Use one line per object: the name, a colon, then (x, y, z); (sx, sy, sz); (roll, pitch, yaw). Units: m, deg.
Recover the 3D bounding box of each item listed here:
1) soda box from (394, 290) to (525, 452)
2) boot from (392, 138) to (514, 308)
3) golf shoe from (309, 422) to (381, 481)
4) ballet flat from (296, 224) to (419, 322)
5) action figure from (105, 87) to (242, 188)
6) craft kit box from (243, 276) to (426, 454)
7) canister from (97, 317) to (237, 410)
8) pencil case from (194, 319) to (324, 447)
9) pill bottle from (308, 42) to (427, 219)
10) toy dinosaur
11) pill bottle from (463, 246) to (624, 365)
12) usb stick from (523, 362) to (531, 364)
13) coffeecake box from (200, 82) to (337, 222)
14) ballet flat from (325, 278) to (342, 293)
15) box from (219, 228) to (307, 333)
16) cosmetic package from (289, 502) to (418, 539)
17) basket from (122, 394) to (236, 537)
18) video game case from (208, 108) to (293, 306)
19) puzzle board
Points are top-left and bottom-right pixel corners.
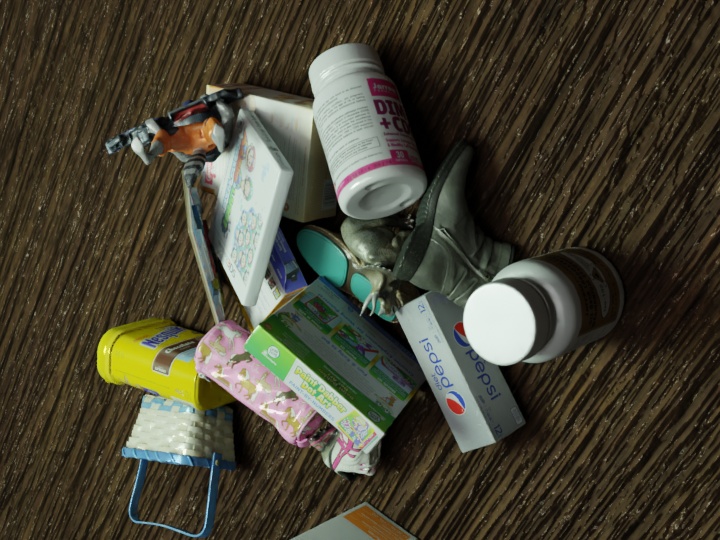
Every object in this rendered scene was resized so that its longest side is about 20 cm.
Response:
soda box: (0.123, 0.120, 1.384); (0.068, 0.063, 0.201); (-30, 85, 50)
boot: (0.131, -0.049, 1.360); (0.130, 0.068, 0.201); (24, 75, -5)
golf shoe: (0.005, 0.227, 1.494); (0.092, 0.073, 0.200); (53, 150, 3)
ballet flat: (0.000, 0.000, 1.477); (0.200, 0.065, 0.071); (40, 132, 27)
action figure: (-0.240, -0.163, 1.470); (0.199, 0.194, 0.105); (-21, 99, 9)
craft kit box: (-0.022, 0.112, 1.396); (0.200, 0.197, 0.049); (40, 114, 6)
canister: (-0.271, 0.139, 1.663); (0.199, 0.148, 0.087); (13, 106, 33)
pencil case: (-0.132, 0.154, 1.515); (0.200, 0.083, 0.087); (34, 107, 13)
pill bottle: (0.004, -0.176, 1.391); (0.113, 0.113, 0.201); (-35, 61, 37)
toy dinosaur: (0.020, -0.040, 1.413); (0.200, 0.102, 0.077); (62, 148, 32)
pill bottle: (0.203, 0.041, 1.238); (0.114, 0.200, 0.115); (8, 103, 36)
usb stick: (0.156, 0.036, 1.383); (0.200, 0.033, 0.056); (45, 131, 23)
coffeecake box: (-0.124, -0.167, 1.538); (0.199, 0.073, 0.154); (18, 111, 34)
ballet flat: (-0.081, 0.088, 1.558); (0.071, 0.071, 0.201); (30, 116, 30)
box: (-0.135, 0.001, 1.551); (0.119, 0.041, 0.200); (64, 150, 10)
cosmetic package: (-0.024, 0.390, 1.479); (0.101, 0.200, 0.072); (29, 115, 30)
basket: (-0.273, 0.293, 1.683); (0.176, 0.139, 0.201); (3, 74, 38)
video game case: (-0.148, -0.085, 1.462); (0.182, 0.024, 0.201); (56, 135, 51)
puzzle board: (-0.218, -0.022, 1.569); (0.151, 0.017, 0.201); (-107, 5, -50)
